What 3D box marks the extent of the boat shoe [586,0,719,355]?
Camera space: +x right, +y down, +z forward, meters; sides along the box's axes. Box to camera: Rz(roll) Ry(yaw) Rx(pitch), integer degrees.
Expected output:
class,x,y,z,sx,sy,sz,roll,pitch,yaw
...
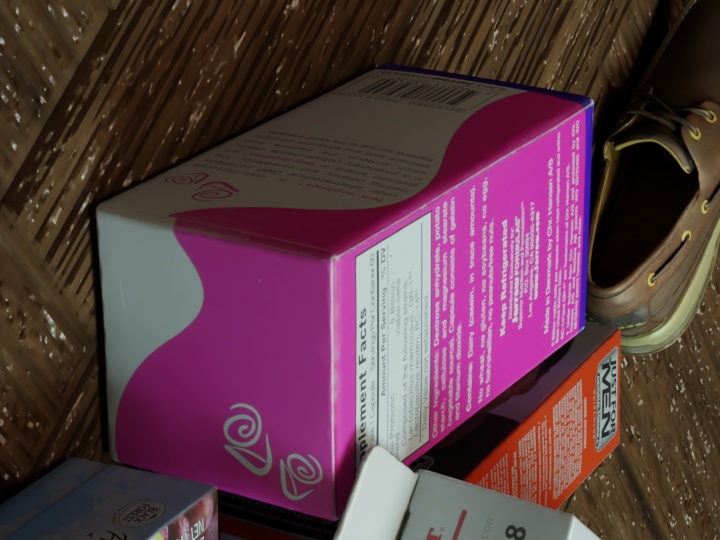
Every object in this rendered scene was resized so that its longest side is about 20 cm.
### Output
class,x,y,z,sx,sy,sz,roll,pitch,yaw
boat shoe,0.160,-0.059,1.154,0.068,0.072,0.201,45,63,-59

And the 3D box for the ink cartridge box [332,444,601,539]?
class,x,y,z,sx,sy,sz,roll,pitch,yaw
ink cartridge box,0.048,0.149,0.825,0.200,0.066,0.117,42,65,-59

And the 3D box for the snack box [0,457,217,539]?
class,x,y,z,sx,sy,sz,roll,pitch,yaw
snack box,-0.109,0.186,0.748,0.169,0.067,0.202,-35,131,-60

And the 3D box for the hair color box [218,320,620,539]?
class,x,y,z,sx,sy,sz,roll,pitch,yaw
hair color box,0.019,0.080,0.920,0.200,0.101,0.062,-38,132,-51

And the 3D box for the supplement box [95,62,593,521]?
class,x,y,z,sx,sy,sz,roll,pitch,yaw
supplement box,0.000,0.000,0.857,0.200,0.100,0.104,-29,126,-53
